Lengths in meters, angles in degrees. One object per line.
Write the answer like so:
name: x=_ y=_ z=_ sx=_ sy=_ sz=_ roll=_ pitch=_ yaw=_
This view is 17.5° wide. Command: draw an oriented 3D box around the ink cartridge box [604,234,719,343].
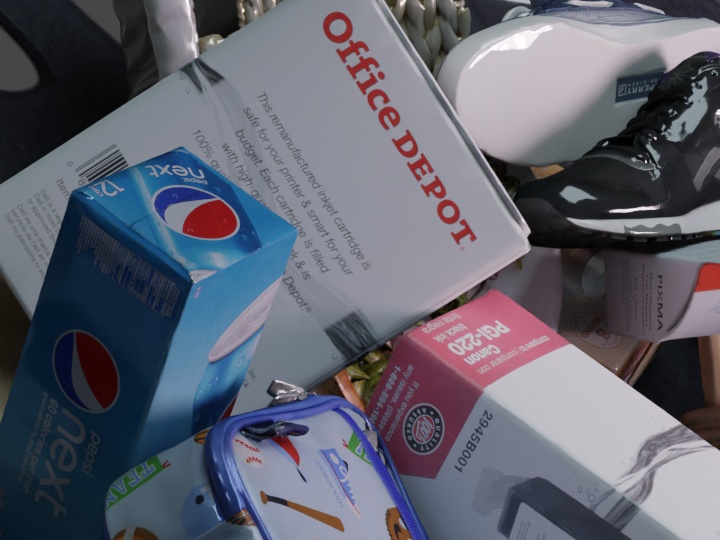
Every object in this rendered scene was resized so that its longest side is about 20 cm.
ink cartridge box: x=0.216 y=0.007 z=1.057 sx=0.162 sy=0.057 sz=0.200 roll=-6 pitch=9 yaw=-12

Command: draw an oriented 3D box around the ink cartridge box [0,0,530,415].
ink cartridge box: x=-0.044 y=-0.018 z=1.012 sx=0.146 sy=0.200 sz=0.084 roll=58 pitch=5 yaw=2

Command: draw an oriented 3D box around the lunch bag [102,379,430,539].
lunch bag: x=-0.007 y=0.139 z=0.886 sx=0.200 sy=0.076 sz=0.160 roll=64 pitch=23 yaw=11

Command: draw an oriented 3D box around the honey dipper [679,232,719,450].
honey dipper: x=0.173 y=0.018 z=1.176 sx=0.038 sy=0.038 sz=0.200 roll=1 pitch=78 yaw=-29

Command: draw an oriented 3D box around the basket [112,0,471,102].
basket: x=-0.047 y=-0.168 z=1.195 sx=0.161 sy=0.198 sz=0.200 roll=-11 pitch=18 yaw=-10

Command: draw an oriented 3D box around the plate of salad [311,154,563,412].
plate of salad: x=0.000 y=0.000 z=1.096 sx=0.200 sy=0.048 sz=0.200 roll=2 pitch=80 yaw=-9

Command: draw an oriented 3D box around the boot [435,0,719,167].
boot: x=0.091 y=-0.098 z=1.147 sx=0.200 sy=0.073 sz=0.090 roll=-5 pitch=21 yaw=-42

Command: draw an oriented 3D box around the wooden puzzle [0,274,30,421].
wooden puzzle: x=-0.220 y=0.018 z=1.048 sx=0.200 sy=0.046 sz=0.185 roll=29 pitch=33 yaw=1

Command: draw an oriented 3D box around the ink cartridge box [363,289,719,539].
ink cartridge box: x=0.085 y=0.127 z=0.971 sx=0.200 sy=0.146 sz=0.085 roll=35 pitch=29 yaw=20

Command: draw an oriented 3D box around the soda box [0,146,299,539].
soda box: x=-0.094 y=0.055 z=0.920 sx=0.064 sy=0.200 sz=0.068 roll=36 pitch=35 yaw=20

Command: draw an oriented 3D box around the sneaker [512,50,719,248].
sneaker: x=0.144 y=-0.059 z=1.114 sx=0.200 sy=0.088 sz=0.076 roll=-8 pitch=3 yaw=-41

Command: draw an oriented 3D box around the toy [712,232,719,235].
toy: x=0.224 y=0.038 z=1.226 sx=0.047 sy=0.115 sz=0.200 roll=-11 pitch=44 yaw=-17

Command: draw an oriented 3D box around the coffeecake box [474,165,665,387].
coffeecake box: x=0.060 y=-0.004 z=1.215 sx=0.200 sy=0.073 sz=0.154 roll=31 pitch=33 yaw=12

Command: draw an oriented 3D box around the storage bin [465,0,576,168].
storage bin: x=0.065 y=-0.130 z=1.382 sx=0.135 sy=0.094 sz=0.200 roll=5 pitch=37 yaw=-25
